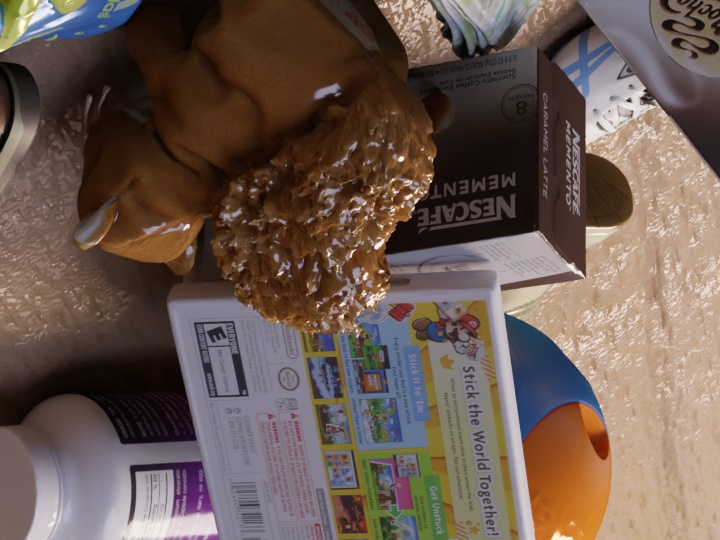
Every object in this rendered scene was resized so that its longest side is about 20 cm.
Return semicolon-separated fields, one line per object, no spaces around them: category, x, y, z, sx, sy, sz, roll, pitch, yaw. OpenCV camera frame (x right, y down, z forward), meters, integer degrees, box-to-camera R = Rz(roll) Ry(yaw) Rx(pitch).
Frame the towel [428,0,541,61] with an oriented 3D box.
towel;0.101;-0.209;1.362;0.200;0.048;0.171;-52;165;-1

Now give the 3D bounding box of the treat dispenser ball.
treat dispenser ball;0.054;0.120;1.599;0.201;0.201;0.201;-23;147;-16

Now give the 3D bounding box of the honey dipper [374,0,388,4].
honey dipper;0.059;-0.172;1.459;0.200;0.038;0.038;-24;147;-12

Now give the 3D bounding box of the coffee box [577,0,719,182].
coffee box;0.226;-0.122;1.524;0.113;0.200;0.080;-37;-167;7

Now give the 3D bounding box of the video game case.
video game case;-0.002;0.089;1.453;0.182;0.023;0.200;-2;123;11

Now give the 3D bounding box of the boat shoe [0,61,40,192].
boat shoe;-0.241;-0.031;1.359;0.068;0.072;0.200;6;122;-41

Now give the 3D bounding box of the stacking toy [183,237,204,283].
stacking toy;0.000;0.000;1.521;0.200;0.085;0.085;-14;155;22

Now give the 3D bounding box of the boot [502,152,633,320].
boot;0.048;-0.023;1.615;0.200;0.073;0.155;5;150;-22

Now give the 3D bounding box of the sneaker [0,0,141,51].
sneaker;-0.169;-0.127;1.275;0.200;0.076;0.105;-35;149;1

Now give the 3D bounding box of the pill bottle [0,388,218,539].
pill bottle;-0.141;0.131;1.620;0.200;0.113;0.112;0;136;-41

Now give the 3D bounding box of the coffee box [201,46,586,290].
coffee box;0.019;-0.044;1.440;0.200;0.115;0.080;-8;156;23

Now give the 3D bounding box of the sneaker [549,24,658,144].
sneaker;0.177;-0.125;1.595;0.200;0.073;0.072;-38;150;10

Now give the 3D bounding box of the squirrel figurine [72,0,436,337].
squirrel figurine;-0.062;-0.056;1.353;0.187;0.200;0.141;-43;154;16
